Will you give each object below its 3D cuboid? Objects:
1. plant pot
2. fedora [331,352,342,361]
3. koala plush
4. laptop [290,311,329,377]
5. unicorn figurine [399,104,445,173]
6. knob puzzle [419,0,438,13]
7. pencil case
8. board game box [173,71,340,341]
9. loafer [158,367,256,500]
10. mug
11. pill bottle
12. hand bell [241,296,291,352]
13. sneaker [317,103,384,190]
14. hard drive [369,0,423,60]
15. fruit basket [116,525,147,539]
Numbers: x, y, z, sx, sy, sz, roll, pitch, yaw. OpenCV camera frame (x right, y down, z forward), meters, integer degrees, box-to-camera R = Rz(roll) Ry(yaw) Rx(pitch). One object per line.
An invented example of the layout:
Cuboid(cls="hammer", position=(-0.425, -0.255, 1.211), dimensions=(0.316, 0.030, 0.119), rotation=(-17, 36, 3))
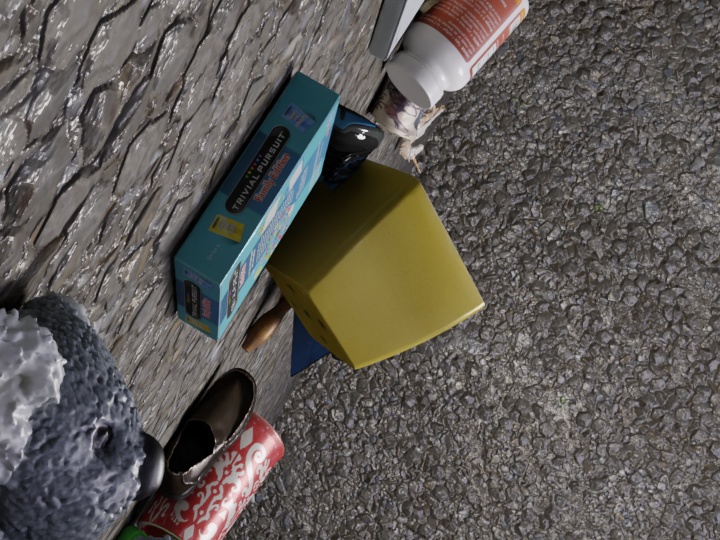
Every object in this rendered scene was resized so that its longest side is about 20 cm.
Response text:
Cuboid(cls="plant pot", position=(0.000, 0.000, 1.224), dimensions=(0.176, 0.201, 0.199), rotation=(-40, -151, -14))
Cuboid(cls="fedora", position=(0.017, 0.041, 1.458), dimensions=(0.199, 0.092, 0.202), rotation=(-32, 156, -16))
Cuboid(cls="koala plush", position=(-0.163, 0.110, 0.462), dimensions=(0.177, 0.180, 0.204), rotation=(-128, -134, -84))
Cuboid(cls="laptop", position=(-0.080, 0.037, 1.651), dimensions=(0.202, 0.114, 0.189), rotation=(75, 10, -48))
Cuboid(cls="unicorn figurine", position=(0.129, -0.315, 2.200), dimensions=(0.138, 0.074, 0.200), rotation=(-52, 163, 2))
Cuboid(cls="knob puzzle", position=(0.136, -0.420, 1.320), dimensions=(0.220, 0.030, 0.220), rotation=(-45, -167, 13))
Cuboid(cls="pencil case", position=(0.089, -0.293, 1.470), dimensions=(0.202, 0.077, 0.089), rotation=(-62, 157, 6))
Cuboid(cls="board game box", position=(-0.093, -0.053, 0.879), dimensions=(0.202, 0.046, 0.151), rotation=(-60, 177, -22))
Cuboid(cls="loafer", position=(-0.196, 0.210, 1.312), dimensions=(0.201, 0.072, 0.072), rotation=(-59, 179, -30))
Cuboid(cls="mug", position=(-0.212, 0.311, 1.391), dimensions=(0.201, 0.132, 0.179), rotation=(-57, 167, -36))
Cuboid(cls="pill bottle", position=(0.130, -0.323, 1.364), dimensions=(0.200, 0.112, 0.112), rotation=(-48, 175, -10))
Cuboid(cls="hand bell", position=(-0.103, 0.044, 1.473), dimensions=(0.201, 0.104, 0.104), rotation=(-49, 175, -12))
Cuboid(cls="sneaker", position=(-0.021, -0.135, 1.125), dimensions=(0.083, 0.073, 0.200), rotation=(-59, 176, -1))
Cuboid(cls="hard drive", position=(0.076, -0.357, 1.162), dimensions=(0.202, 0.026, 0.132), rotation=(-60, 177, -27))
Cuboid(cls="fruit basket", position=(-0.317, 0.455, 1.294), dimensions=(0.213, 0.156, 0.217), rotation=(-23, -147, 16))
